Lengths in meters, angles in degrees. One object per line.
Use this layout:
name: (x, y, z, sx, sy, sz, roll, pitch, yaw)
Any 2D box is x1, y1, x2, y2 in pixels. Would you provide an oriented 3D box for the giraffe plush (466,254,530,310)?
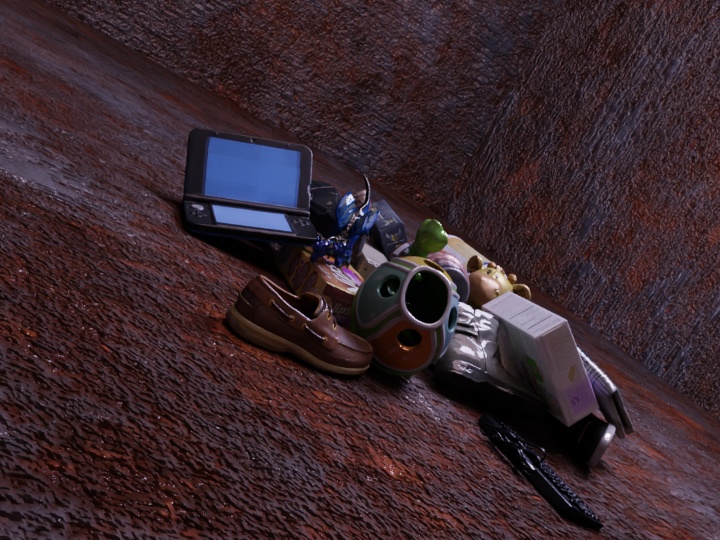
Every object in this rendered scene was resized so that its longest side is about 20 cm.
giraffe plush: (0.200, 0.069, 1.413, 0.171, 0.164, 0.200, 31, 10, 0)

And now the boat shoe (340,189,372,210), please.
boat shoe: (-0.077, -0.109, 1.442, 0.198, 0.076, 0.075, -3, 7, 5)

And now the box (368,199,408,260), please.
box: (0.055, -0.030, 1.521, 0.050, 0.160, 0.200, -15, 19, -5)

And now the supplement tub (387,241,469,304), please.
supplement tub: (0.108, 0.015, 1.330, 0.106, 0.108, 0.200, 29, 1, -14)

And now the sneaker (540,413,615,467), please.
sneaker: (0.322, 0.235, 1.270, 0.098, 0.071, 0.200, 33, 3, 6)

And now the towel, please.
towel: (0.340, 0.161, 1.291, 0.193, 0.034, 0.200, 52, 2, 38)

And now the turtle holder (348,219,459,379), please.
turtle holder: (0.073, 0.041, 1.074, 0.141, 0.185, 0.132, 47, -26, 3)

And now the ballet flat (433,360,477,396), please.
ballet flat: (0.135, 0.123, 1.249, 0.198, 0.072, 0.072, 33, 10, 1)

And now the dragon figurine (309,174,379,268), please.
dragon figurine: (-0.012, -0.070, 1.205, 0.058, 0.201, 0.100, 31, -28, 2)

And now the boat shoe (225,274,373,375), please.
boat shoe: (-0.055, 0.063, 0.945, 0.198, 0.068, 0.072, 25, 12, -36)

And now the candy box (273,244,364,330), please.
candy box: (-0.045, 0.022, 1.215, 0.116, 0.057, 0.200, 26, 10, -28)

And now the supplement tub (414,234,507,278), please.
supplement tub: (0.191, 0.017, 1.697, 0.143, 0.146, 0.200, 22, 13, -42)

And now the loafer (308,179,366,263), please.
loafer: (-0.058, -0.085, 1.346, 0.072, 0.073, 0.200, -11, 36, -28)

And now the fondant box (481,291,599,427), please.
fondant box: (0.262, 0.126, 1.243, 0.146, 0.058, 0.200, 66, -7, -15)

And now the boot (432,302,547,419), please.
boot: (0.194, 0.125, 1.207, 0.198, 0.068, 0.132, 27, 53, -20)

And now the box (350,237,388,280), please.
box: (0.000, 0.000, 1.388, 0.068, 0.083, 0.200, 27, 12, -17)

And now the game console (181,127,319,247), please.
game console: (-0.159, -0.124, 1.237, 0.196, 0.120, 0.171, 6, 18, -17)

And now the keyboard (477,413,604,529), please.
keyboard: (0.222, 0.235, 1.043, 0.103, 0.040, 0.200, 26, 11, -34)
